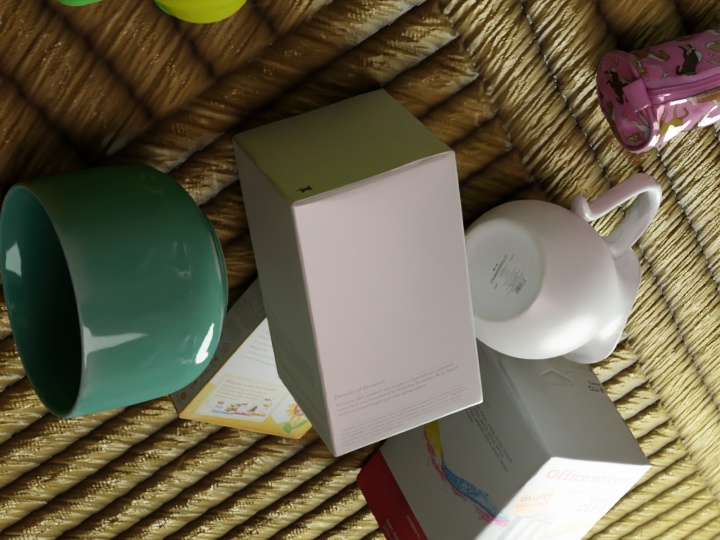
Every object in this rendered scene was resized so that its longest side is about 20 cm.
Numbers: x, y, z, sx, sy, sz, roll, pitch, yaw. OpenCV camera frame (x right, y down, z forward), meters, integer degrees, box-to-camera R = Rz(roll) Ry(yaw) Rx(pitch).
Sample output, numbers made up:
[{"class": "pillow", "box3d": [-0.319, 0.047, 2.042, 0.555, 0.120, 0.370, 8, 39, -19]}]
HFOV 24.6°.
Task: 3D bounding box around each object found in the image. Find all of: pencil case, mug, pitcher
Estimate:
[{"class": "pencil case", "box3d": [0.274, -0.150, 1.233, 0.198, 0.083, 0.087, -18, 144, -15]}, {"class": "mug", "box3d": [-0.161, 0.003, 1.073, 0.113, 0.185, 0.153, -12, 117, -27]}, {"class": "pitcher", "box3d": [0.163, -0.011, 1.310, 0.199, 0.121, 0.173, 12, 108, -59]}]

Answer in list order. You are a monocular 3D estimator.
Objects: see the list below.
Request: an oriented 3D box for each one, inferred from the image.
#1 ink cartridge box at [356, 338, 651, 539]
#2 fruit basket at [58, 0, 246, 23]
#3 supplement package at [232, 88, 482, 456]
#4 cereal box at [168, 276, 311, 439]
[{"class": "ink cartridge box", "box3d": [0.126, 0.178, 1.477, 0.144, 0.145, 0.200, 9, 129, -42]}, {"class": "fruit basket", "box3d": [-0.086, -0.216, 0.878, 0.214, 0.157, 0.216, -16, -174, 2]}, {"class": "supplement package", "box3d": [0.000, 0.000, 1.135, 0.119, 0.121, 0.202, -19, 123, -15]}, {"class": "cereal box", "box3d": [-0.040, 0.046, 1.286, 0.143, 0.040, 0.200, 18, 122, -47]}]
